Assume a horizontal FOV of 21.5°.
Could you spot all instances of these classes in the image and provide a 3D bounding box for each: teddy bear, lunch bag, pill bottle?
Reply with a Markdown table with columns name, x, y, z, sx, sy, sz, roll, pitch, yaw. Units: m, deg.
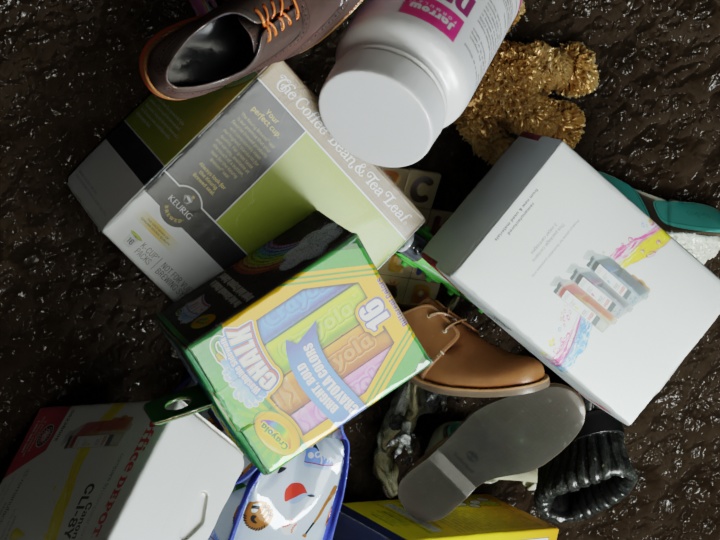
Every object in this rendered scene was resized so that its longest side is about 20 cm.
| name | x | y | z | sx | sy | sz | roll | pitch | yaw |
| --- | --- | --- | --- | --- | --- | --- | --- | --- | --- |
| teddy bear | 0.124 | -0.162 | 1.634 | 0.200 | 0.067 | 0.145 | 30 | 95 | -32 |
| lunch bag | -0.095 | 0.171 | 1.623 | 0.123 | 0.170 | 0.201 | 10 | 109 | -32 |
| pill bottle | 0.048 | -0.181 | 1.492 | 0.114 | 0.113 | 0.200 | 58 | 42 | -31 |

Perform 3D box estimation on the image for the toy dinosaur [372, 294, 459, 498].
| name | x | y | z | sx | sy | sz | roll | pitch | yaw |
| --- | --- | --- | --- | --- | --- | --- | --- | --- | --- |
| toy dinosaur | 0.050 | 0.121 | 1.715 | 0.047 | 0.088 | 0.201 | 19 | 103 | -13 |

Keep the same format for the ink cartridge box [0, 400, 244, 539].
| name | x | y | z | sx | sy | sz | roll | pitch | yaw |
| --- | --- | --- | --- | --- | --- | --- | --- | --- | --- |
| ink cartridge box | -0.207 | 0.186 | 1.534 | 0.083 | 0.199 | 0.146 | 43 | 58 | -31 |

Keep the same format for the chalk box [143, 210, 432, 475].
| name | x | y | z | sx | sy | sz | roll | pitch | yaw |
| --- | --- | --- | --- | --- | --- | --- | --- | --- | --- |
| chalk box | -0.070 | 0.065 | 1.439 | 0.200 | 0.125 | 0.124 | -34 | 107 | -7 |

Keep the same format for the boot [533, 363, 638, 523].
| name | x | y | z | sx | sy | sz | roll | pitch | yaw |
| --- | --- | --- | --- | --- | --- | --- | --- | --- | --- |
| boot | 0.220 | 0.116 | 1.703 | 0.079 | 0.158 | 0.211 | 15 | 134 | -16 |

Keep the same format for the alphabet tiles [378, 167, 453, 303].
| name | x | y | z | sx | sy | sz | roll | pitch | yaw |
| --- | --- | --- | --- | --- | --- | --- | --- | --- | --- |
| alphabet tiles | 0.000 | 0.000 | 1.685 | 0.166 | 0.006 | 0.201 | 9 | 108 | -27 |

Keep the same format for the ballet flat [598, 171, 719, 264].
| name | x | y | z | sx | sy | sz | roll | pitch | yaw |
| --- | --- | --- | --- | --- | --- | --- | --- | --- | --- |
| ballet flat | 0.255 | -0.038 | 1.751 | 0.199 | 0.072 | 0.072 | 14 | 106 | -28 |

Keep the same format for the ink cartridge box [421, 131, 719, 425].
| name | x | y | z | sx | sy | sz | roll | pitch | yaw |
| --- | --- | --- | --- | --- | --- | --- | --- | --- | --- |
| ink cartridge box | 0.178 | 0.005 | 1.576 | 0.200 | 0.145 | 0.145 | 41 | 89 | -11 |

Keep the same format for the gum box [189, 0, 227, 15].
| name | x | y | z | sx | sy | sz | roll | pitch | yaw |
| --- | --- | --- | --- | --- | --- | --- | --- | --- | --- |
| gum box | -0.038 | -0.256 | 1.492 | 0.199 | 0.113 | 0.066 | -33 | 120 | -8 |

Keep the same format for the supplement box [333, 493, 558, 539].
| name | x | y | z | sx | sy | sz | roll | pitch | yaw |
| --- | --- | --- | --- | --- | --- | --- | --- | --- | --- |
| supplement box | 0.069 | 0.277 | 1.746 | 0.199 | 0.109 | 0.109 | 2 | 102 | -38 |

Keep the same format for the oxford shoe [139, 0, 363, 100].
| name | x | y | z | sx | sy | sz | roll | pitch | yaw |
| --- | --- | --- | --- | --- | --- | --- | --- | --- | --- |
| oxford shoe | -0.066 | -0.181 | 1.397 | 0.199 | 0.073 | 0.071 | -33 | 107 | -8 |

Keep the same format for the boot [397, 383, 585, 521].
| name | x | y | z | sx | sy | sz | roll | pitch | yaw |
| --- | --- | --- | --- | --- | --- | --- | --- | --- | --- |
| boot | 0.119 | 0.145 | 1.671 | 0.200 | 0.075 | 0.074 | -34 | 97 | 31 |

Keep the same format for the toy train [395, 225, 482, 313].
| name | x | y | z | sx | sy | sz | roll | pitch | yaw |
| --- | --- | --- | --- | --- | --- | --- | --- | --- | --- |
| toy train | 0.092 | 0.006 | 1.693 | 0.200 | 0.056 | 0.042 | 31 | 96 | -35 |

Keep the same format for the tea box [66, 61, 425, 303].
| name | x | y | z | sx | sy | sz | roll | pitch | yaw |
| --- | --- | --- | --- | --- | --- | --- | --- | --- | --- |
| tea box | -0.093 | -0.057 | 1.540 | 0.197 | 0.134 | 0.200 | -43 | 120 | -1 |

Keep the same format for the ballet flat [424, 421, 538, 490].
| name | x | y | z | sx | sy | sz | roll | pitch | yaw |
| --- | --- | --- | --- | --- | --- | --- | --- | --- | --- |
| ballet flat | 0.150 | 0.178 | 1.805 | 0.199 | 0.069 | 0.070 | 8 | 109 | -25 |

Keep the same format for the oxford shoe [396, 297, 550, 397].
| name | x | y | z | sx | sy | sz | roll | pitch | yaw |
| --- | --- | --- | --- | --- | --- | --- | --- | --- | --- |
| oxford shoe | 0.073 | 0.064 | 1.636 | 0.071 | 0.199 | 0.072 | -19 | 117 | -54 |
